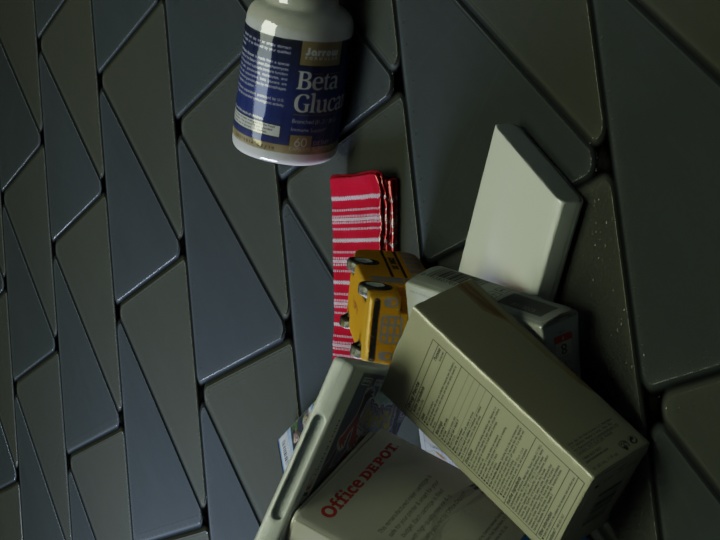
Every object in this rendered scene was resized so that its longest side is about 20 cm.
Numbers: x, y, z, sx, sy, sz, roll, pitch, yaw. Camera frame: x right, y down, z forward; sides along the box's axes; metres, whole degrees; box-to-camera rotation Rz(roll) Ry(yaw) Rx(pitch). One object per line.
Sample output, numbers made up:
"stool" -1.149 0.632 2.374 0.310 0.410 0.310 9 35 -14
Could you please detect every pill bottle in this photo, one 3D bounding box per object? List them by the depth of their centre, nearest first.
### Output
"pill bottle" -0.066 -0.217 1.884 0.111 0.111 0.200 -134 47 -58

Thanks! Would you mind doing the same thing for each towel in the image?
"towel" 0.000 0.000 1.853 0.145 0.022 0.201 -173 83 -67

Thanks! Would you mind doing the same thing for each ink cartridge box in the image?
"ink cartridge box" 0.057 0.231 1.458 0.200 0.146 0.084 26 126 18
"ink cartridge box" 0.115 0.109 1.528 0.162 0.050 0.200 19 125 46

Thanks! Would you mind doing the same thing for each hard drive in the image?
"hard drive" 0.125 -0.004 1.553 0.132 0.026 0.200 -123 39 -51

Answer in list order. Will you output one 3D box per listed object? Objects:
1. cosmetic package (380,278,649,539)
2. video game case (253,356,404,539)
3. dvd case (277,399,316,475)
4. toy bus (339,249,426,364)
"cosmetic package" 0.116 0.112 1.428 0.200 0.071 0.105 45 137 24
"video game case" -0.019 0.161 1.510 0.183 0.023 0.200 -66 -17 2
"dvd case" -0.038 0.213 1.955 0.200 0.018 0.143 131 132 -56
"toy bus" 0.026 0.032 1.651 0.200 0.078 0.065 -116 32 -77
